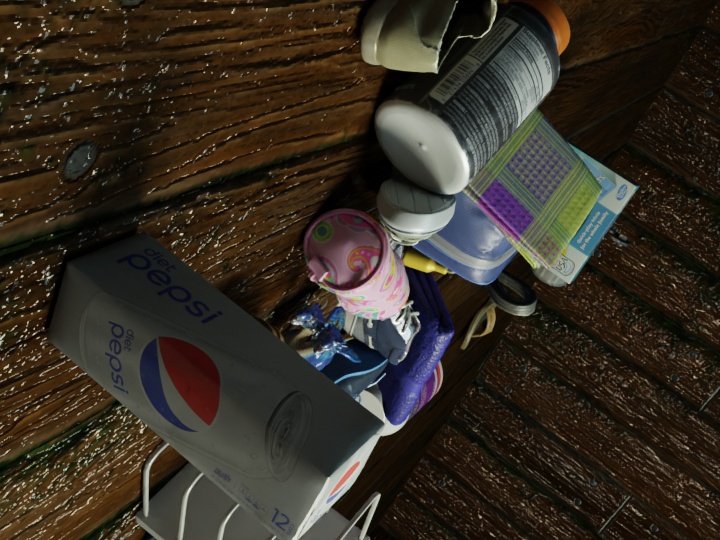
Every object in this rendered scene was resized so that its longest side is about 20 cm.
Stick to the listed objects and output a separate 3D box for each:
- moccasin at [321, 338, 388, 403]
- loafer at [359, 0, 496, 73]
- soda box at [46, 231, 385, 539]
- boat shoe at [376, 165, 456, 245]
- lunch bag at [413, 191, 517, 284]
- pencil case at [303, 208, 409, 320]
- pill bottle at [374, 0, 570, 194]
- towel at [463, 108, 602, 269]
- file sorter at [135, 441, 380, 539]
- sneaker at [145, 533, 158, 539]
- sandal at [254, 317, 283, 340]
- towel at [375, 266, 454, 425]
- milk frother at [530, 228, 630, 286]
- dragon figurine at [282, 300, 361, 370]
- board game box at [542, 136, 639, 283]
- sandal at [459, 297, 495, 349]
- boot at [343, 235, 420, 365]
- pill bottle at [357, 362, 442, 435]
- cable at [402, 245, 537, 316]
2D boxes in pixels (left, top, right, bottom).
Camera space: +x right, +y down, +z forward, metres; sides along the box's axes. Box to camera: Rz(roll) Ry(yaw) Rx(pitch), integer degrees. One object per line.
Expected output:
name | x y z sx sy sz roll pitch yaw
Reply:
moccasin | -0.043 0.144 1.155 0.200 0.080 0.068 -21 132 -44
loafer | 0.080 -0.218 0.708 0.200 0.068 0.076 -50 165 -17
soda box | -0.088 0.064 0.546 0.068 0.200 0.064 -31 154 -54
boat shoe | 0.051 -0.056 0.885 0.200 0.072 0.062 -71 173 -73
lunch bag | 0.147 -0.087 1.093 0.200 0.136 0.133 -42 162 -44
pencil case | 0.000 0.000 0.926 0.088 0.087 0.200 -53 167 -4
pill bottle | 0.111 -0.170 0.843 0.200 0.106 0.106 -48 165 -25
towel | 0.160 -0.113 0.978 0.144 0.200 0.023 -51 -171 -25
file sorter | -0.100 0.229 0.907 0.139 0.200 0.125 -43 158 -38
sneaker | -0.192 0.311 1.044 0.130 0.079 0.199 -42 166 -25
sandal | -0.101 0.065 0.773 0.200 0.080 0.054 14 86 -71
towel | 0.063 0.092 1.235 0.049 0.148 0.200 -4 139 -26
milk frother | 0.606 -0.053 2.542 0.180 0.200 0.188 -44 163 -49
dragon figurine | -0.036 0.075 0.950 0.099 0.059 0.200 -24 166 17
board game box | 0.236 -0.102 1.214 0.151 0.200 0.047 -59 165 16
sandal | 0.313 0.120 2.283 0.200 0.054 0.080 -47 164 -28
boot | 0.040 0.032 1.114 0.073 0.090 0.200 -45 163 -32
pill bottle | 0.045 0.184 1.441 0.200 0.112 0.113 -29 152 -60
cable | 0.135 -0.001 1.131 0.097 0.200 0.050 -30 144 -45
